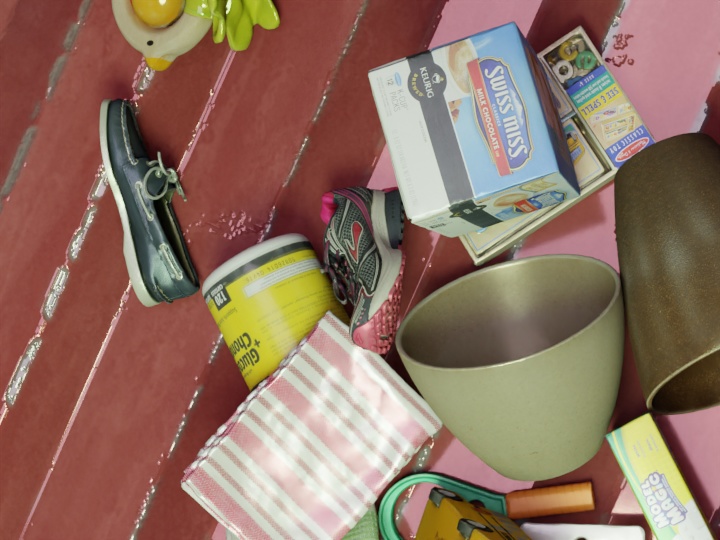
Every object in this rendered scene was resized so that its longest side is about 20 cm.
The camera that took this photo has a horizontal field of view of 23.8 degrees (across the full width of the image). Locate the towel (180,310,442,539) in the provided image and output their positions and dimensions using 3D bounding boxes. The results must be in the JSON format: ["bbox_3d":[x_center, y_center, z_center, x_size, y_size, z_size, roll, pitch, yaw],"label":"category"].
[{"bbox_3d":[-0.040,0.155,1.474,0.146,0.030,0.200,43,86,-8],"label":"towel"}]

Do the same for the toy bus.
[{"bbox_3d":[0.101,0.241,1.446,0.078,0.200,0.066,17,93,-12],"label":"toy bus"}]

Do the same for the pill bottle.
[{"bbox_3d":[-0.055,0.076,1.549,0.111,0.112,0.201,-29,80,10],"label":"pill bottle"}]

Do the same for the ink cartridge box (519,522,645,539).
[{"bbox_3d":[0.198,0.321,1.496,0.115,0.068,0.202,0,87,14],"label":"ink cartridge box"}]

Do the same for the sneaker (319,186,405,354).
[{"bbox_3d":[0.000,0.000,1.511,0.074,0.201,0.081,4,126,-4],"label":"sneaker"}]

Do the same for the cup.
[{"bbox_3d":[0.145,0.095,1.476,0.199,0.201,0.144,-15,112,12],"label":"cup"}]

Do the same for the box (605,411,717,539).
[{"bbox_3d":[0.275,0.220,1.459,0.048,0.117,0.201,-29,81,8],"label":"box"}]

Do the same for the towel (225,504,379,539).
[{"bbox_3d":[-0.053,0.264,1.512,0.148,0.201,0.031,-21,126,12],"label":"towel"}]

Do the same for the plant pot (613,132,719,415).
[{"bbox_3d":[0.293,-0.008,1.452,0.186,0.187,0.201,-24,68,11],"label":"plant pot"}]

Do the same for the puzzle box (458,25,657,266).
[{"bbox_3d":[0.154,-0.112,1.556,0.199,0.025,0.134,-34,80,9],"label":"puzzle box"}]

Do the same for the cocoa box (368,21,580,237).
[{"bbox_3d":[0.102,-0.114,1.452,0.130,0.200,0.135,-17,83,11],"label":"cocoa box"}]

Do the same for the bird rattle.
[{"bbox_3d":[-0.179,-0.284,1.612,0.163,0.112,0.201,-41,75,24],"label":"bird rattle"}]

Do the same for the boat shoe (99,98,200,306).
[{"bbox_3d":[-0.199,-0.068,1.612,0.061,0.075,0.202,-14,85,14],"label":"boat shoe"}]

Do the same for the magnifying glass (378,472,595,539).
[{"bbox_3d":[0.113,0.216,1.548,0.198,0.022,0.080,-9,84,12],"label":"magnifying glass"}]
